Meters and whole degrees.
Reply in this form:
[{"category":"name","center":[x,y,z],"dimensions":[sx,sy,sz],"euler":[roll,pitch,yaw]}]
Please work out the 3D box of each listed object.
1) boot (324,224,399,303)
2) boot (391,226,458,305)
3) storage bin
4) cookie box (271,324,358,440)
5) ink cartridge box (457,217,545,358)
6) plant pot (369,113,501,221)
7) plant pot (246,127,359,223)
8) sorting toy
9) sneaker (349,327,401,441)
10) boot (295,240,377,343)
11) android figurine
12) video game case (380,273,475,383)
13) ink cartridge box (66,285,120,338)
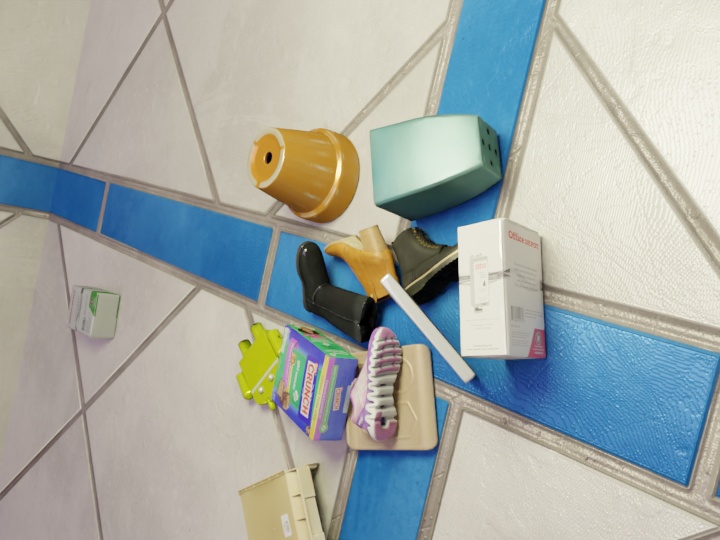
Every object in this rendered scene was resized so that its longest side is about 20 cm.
[{"category":"boot","center":[0.001,0.000,1.221],"dimensions":[0.200,0.070,0.146],"euler":[-18,90,58]},{"category":"boot","center":[0.133,-0.045,1.099],"dimensions":[0.199,0.077,0.140],"euler":[-37,56,32]},{"category":"storage bin","center":[-0.147,0.526,1.259],"dimensions":[0.197,0.093,0.203],"euler":[-33,62,34]},{"category":"cookie box","center":[-0.098,0.223,1.239],"dimensions":[0.199,0.074,0.174],"euler":[24,104,55]},{"category":"ink cartridge box","center":[0.222,0.035,0.949],"dimensions":[0.082,0.145,0.204],"euler":[-8,77,38]},{"category":"plant pot","center":[0.138,-0.188,1.073],"dimensions":[0.197,0.140,0.144],"euler":[-11,76,34]},{"category":"plant pot","center":[-0.134,-0.216,1.296],"dimensions":[0.198,0.182,0.204],"euler":[-8,79,42]},{"category":"sorting toy","center":[0.055,0.243,1.156],"dimensions":[0.198,0.036,0.189],"euler":[-13,75,37]},{"category":"sneaker","center":[0.020,0.205,1.122],"dimensions":[0.088,0.080,0.204],"euler":[1,84,46]},{"category":"boot","center":[-0.049,0.040,1.226],"dimensions":[0.199,0.065,0.167],"euler":[26,131,50]},{"category":"android figurine","center":[-0.225,0.226,1.414],"dimensions":[0.182,0.041,0.201],"euler":[-49,52,26]},{"category":"video game case","center":[0.114,0.098,0.988],"dimensions":[0.023,0.182,0.201],"euler":[-40,76,2]},{"category":"ink cartridge box","center":[-0.889,0.135,2.020],"dimensions":[0.198,0.082,0.149],"euler":[10,91,43]}]
